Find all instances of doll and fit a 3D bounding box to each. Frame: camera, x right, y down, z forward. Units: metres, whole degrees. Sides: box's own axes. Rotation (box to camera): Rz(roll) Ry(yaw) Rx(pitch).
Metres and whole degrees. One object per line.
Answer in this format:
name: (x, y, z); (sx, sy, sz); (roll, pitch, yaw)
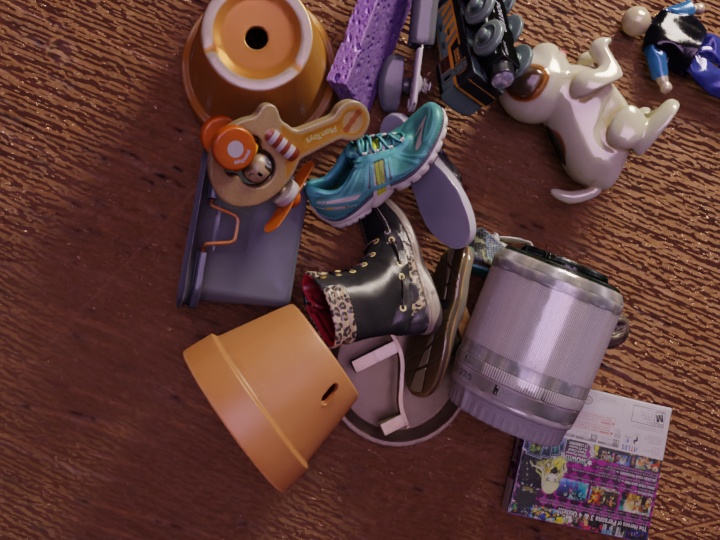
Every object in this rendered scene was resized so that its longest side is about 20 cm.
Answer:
doll: (0.445, -0.299, 1.076); (0.198, 0.048, 0.138); (31, 84, -5)

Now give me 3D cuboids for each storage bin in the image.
storage bin: (-0.142, -0.044, 0.966); (0.132, 0.145, 0.203); (10, 87, -16)

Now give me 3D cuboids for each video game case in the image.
video game case: (0.302, 0.249, 1.046); (0.197, 0.036, 0.184); (13, 85, -6)

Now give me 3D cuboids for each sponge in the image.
sponge: (0.019, -0.307, 0.999); (0.029, 0.111, 0.202); (19, 85, 19)

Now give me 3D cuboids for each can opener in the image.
can opener: (0.067, -0.302, 1.000); (0.065, 0.053, 0.203); (9, 96, -6)

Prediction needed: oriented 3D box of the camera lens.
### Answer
camera lens: (0.204, 0.082, 0.922); (0.158, 0.160, 0.202); (21, 94, -5)

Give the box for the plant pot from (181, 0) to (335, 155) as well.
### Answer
plant pot: (-0.122, -0.255, 0.945); (0.197, 0.183, 0.203); (0, 88, -6)

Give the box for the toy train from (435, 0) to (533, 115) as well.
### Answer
toy train: (0.143, -0.293, 0.987); (0.085, 0.113, 0.202); (23, 48, -38)

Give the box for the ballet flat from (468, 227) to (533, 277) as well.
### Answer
ballet flat: (0.228, 0.000, 1.033); (0.198, 0.074, 0.075); (24, 86, -6)

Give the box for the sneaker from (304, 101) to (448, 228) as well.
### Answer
sneaker: (0.020, -0.131, 0.942); (0.199, 0.078, 0.080); (-39, 128, 9)

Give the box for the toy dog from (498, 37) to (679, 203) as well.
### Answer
toy dog: (0.271, -0.209, 1.025); (0.199, 0.140, 0.195); (36, 104, -2)

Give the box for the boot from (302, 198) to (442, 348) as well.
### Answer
boot: (0.000, 0.000, 0.962); (0.149, 0.073, 0.202); (-11, 68, -27)

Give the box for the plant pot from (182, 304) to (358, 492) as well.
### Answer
plant pot: (-0.096, 0.135, 0.927); (0.139, 0.200, 0.201); (-37, 92, -8)

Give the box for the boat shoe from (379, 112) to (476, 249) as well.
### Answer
boat shoe: (0.097, -0.119, 1.008); (0.066, 0.070, 0.201); (-13, 62, -44)

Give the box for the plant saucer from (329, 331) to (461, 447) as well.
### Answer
plant saucer: (0.049, 0.127, 1.028); (0.197, 0.029, 0.203); (0, 87, -7)

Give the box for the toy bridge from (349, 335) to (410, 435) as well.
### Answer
toy bridge: (0.019, 0.109, 0.997); (0.067, 0.027, 0.202); (-25, 90, -7)

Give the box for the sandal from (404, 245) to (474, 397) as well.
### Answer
sandal: (0.112, 0.066, 0.993); (0.054, 0.080, 0.203); (22, 81, -27)

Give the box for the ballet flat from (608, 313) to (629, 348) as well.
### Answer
ballet flat: (0.248, 0.101, 1.010); (0.198, 0.046, 0.068); (-24, 60, 16)

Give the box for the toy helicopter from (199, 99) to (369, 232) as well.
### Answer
toy helicopter: (-0.076, -0.132, 0.892); (0.198, 0.079, 0.134); (-26, 117, -14)
